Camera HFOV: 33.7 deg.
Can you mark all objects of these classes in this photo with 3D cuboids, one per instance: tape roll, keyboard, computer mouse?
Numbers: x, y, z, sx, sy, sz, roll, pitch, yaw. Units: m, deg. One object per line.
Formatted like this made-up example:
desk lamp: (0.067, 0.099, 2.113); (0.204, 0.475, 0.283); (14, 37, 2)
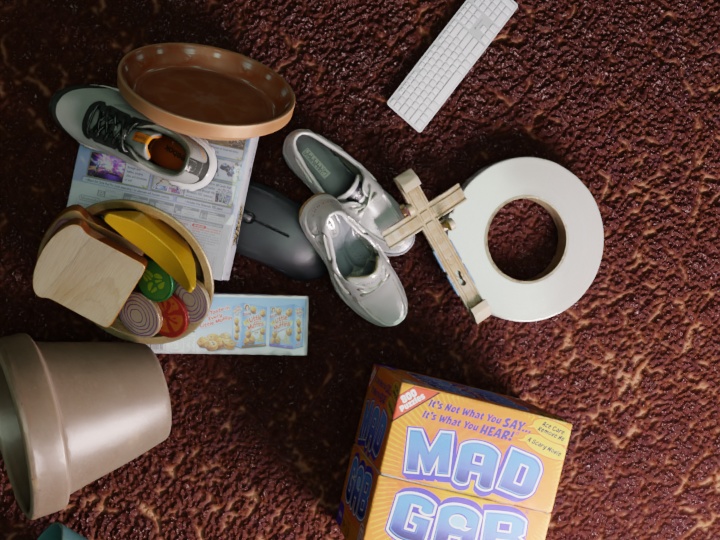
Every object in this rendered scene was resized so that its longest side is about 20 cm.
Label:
tape roll: (0.198, -0.038, 1.458); (0.200, 0.037, 0.205); (0, 93, -9)
keyboard: (0.113, -0.264, 1.450); (0.056, 0.011, 0.201); (38, 87, -8)
computer mouse: (-0.116, -0.047, 1.402); (0.198, 0.053, 0.140); (20, 88, -9)

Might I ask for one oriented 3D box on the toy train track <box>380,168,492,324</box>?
toy train track: (0.101, -0.028, 1.403); (0.114, 0.033, 0.201); (-32, 100, -13)

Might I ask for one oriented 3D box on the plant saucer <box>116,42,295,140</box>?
plant saucer: (-0.172, -0.197, 1.328); (0.198, 0.201, 0.033); (9, 123, -9)

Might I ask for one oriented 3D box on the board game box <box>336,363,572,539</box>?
board game box: (0.099, 0.236, 1.369); (0.198, 0.200, 0.202); (14, 89, -8)

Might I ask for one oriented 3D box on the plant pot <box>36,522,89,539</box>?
plant pot: (-0.310, 0.407, 1.324); (0.160, 0.200, 0.202); (30, 88, -20)

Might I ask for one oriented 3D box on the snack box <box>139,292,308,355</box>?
snack box: (-0.161, 0.063, 1.413); (0.198, 0.024, 0.073); (2, 91, -9)

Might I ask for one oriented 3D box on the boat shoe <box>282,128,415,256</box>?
boat shoe: (-0.010, -0.093, 1.409); (0.072, 0.066, 0.200); (-43, 98, -5)

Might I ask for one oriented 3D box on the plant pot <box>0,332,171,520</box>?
plant pot: (-0.308, 0.158, 1.326); (0.173, 0.200, 0.203); (-12, 94, -26)

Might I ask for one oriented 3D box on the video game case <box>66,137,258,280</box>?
video game case: (-0.229, -0.098, 1.365); (0.198, 0.045, 0.183); (13, 91, 6)

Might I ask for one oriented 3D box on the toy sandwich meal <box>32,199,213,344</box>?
toy sandwich meal: (-0.261, 0.009, 1.315); (0.203, 0.070, 0.207); (6, 121, 10)

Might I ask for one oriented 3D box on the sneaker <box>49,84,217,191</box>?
sneaker: (-0.253, -0.153, 1.307); (0.198, 0.079, 0.075); (24, 93, 7)

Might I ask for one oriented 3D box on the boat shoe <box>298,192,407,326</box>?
boat shoe: (0.000, 0.000, 1.386); (0.071, 0.069, 0.200); (-42, 121, -6)
